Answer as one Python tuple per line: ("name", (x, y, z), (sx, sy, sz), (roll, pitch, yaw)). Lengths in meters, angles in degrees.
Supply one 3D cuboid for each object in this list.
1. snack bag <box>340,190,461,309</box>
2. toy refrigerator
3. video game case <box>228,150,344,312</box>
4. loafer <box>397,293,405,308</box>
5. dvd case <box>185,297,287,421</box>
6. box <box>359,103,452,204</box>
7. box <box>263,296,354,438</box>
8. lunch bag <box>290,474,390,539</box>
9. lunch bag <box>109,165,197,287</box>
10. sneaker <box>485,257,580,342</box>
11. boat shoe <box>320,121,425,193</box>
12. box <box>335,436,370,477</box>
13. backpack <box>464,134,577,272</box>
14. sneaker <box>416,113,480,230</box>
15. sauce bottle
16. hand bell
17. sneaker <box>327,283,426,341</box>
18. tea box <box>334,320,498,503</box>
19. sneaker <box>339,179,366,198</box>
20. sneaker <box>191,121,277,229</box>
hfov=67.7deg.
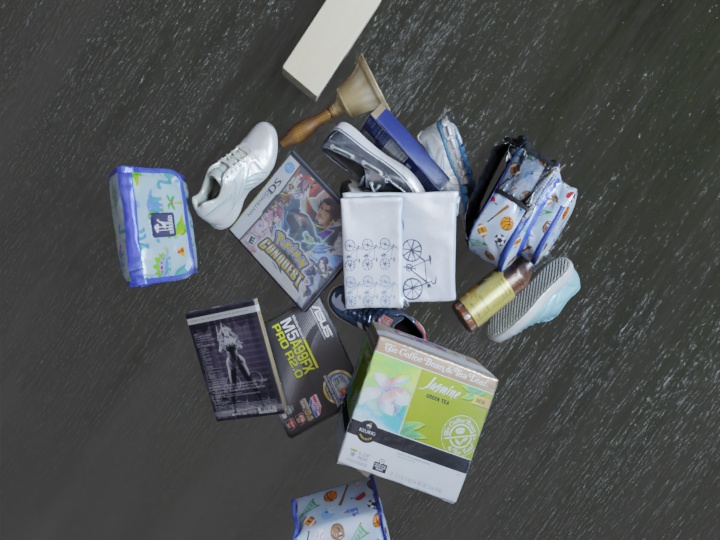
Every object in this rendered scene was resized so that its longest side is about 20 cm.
("snack bag", (0.066, -0.031, 0.875), (0.192, 0.021, 0.196), (-1, 105, 2))
("toy refrigerator", (-0.049, -0.400, 0.917), (0.075, 0.070, 0.203), (33, 92, -12))
("video game case", (-0.104, -0.067, 0.921), (0.200, 0.025, 0.181), (45, 99, 9))
("loafer", (0.000, 0.000, 0.944), (0.063, 0.072, 0.200), (-44, 85, 1))
("dvd case", (-0.216, 0.159, 0.935), (0.144, 0.016, 0.207), (-11, 100, 20))
("box", (0.081, -0.180, 0.913), (0.032, 0.121, 0.200), (-43, 96, -10))
("box", (-0.100, 0.170, 0.962), (0.156, 0.044, 0.205), (-25, 95, -1))
("lunch bag", (-0.023, 0.503, 0.956), (0.164, 0.124, 0.207), (-12, 108, -3))
("lunch bag", (-0.332, -0.068, 0.852), (0.123, 0.200, 0.177), (-7, 94, -3))
("sneaker", (0.321, 0.073, 0.974), (0.199, 0.074, 0.082), (-42, 113, 9))
("boat shoe", (0.021, -0.161, 0.899), (0.198, 0.072, 0.069), (39, 69, -5))
("box", (0.044, 0.250, 0.954), (0.077, 0.095, 0.201), (40, 92, -6))
("backpack", (0.263, -0.092, 0.894), (0.154, 0.199, 0.192), (42, 102, 23))
("sneaker", (0.155, -0.165, 0.956), (0.084, 0.075, 0.206), (-13, 103, 30))
("sauce bottle", (0.257, 0.027, 0.970), (0.198, 0.066, 0.067), (-38, 96, -3))
("hand bell", (-0.055, -0.269, 0.927), (0.196, 0.104, 0.106), (-30, 95, 11))
("sneaker", (0.033, 0.083, 0.946), (0.195, 0.085, 0.077), (25, 92, -5))
("tea box", (0.079, 0.213, 0.841), (0.194, 0.134, 0.203), (19, 92, -6))
("sneaker", (0.054, -0.094, 0.954), (0.114, 0.076, 0.203), (-37, 93, -17))
("sneaker", (-0.209, -0.166, 0.906), (0.069, 0.080, 0.204), (32, 89, 24))
